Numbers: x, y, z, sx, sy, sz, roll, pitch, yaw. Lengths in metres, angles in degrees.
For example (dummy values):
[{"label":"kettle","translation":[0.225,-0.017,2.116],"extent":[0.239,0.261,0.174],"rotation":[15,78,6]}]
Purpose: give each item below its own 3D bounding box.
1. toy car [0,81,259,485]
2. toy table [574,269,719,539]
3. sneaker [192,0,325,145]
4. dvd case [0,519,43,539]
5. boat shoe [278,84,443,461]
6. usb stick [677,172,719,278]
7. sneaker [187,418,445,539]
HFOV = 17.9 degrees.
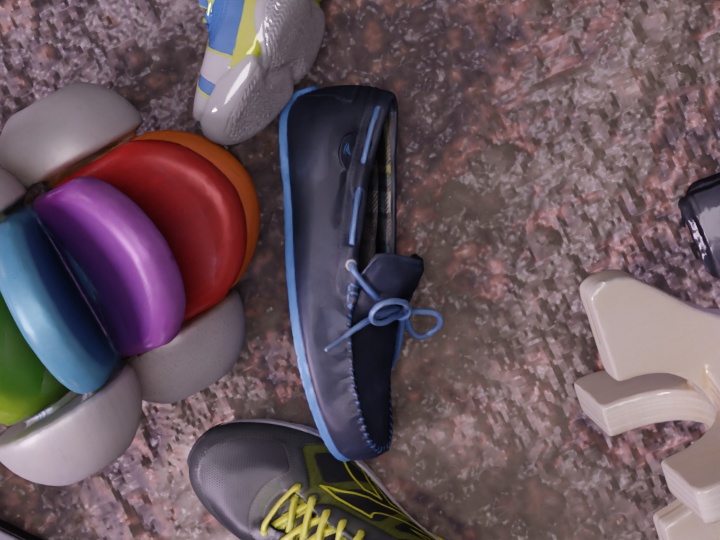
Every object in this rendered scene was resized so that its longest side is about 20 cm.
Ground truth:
[{"label":"toy car","translation":[-0.131,-0.002,1.161],"extent":[0.150,0.200,0.175],"rotation":[-19,104,48]},{"label":"toy table","translation":[0.189,0.065,1.160],"extent":[0.117,0.184,0.201],"rotation":[-22,97,-8]},{"label":"sneaker","translation":[-0.064,-0.165,1.217],"extent":[0.105,0.076,0.200],"rotation":[21,72,16]},{"label":"dvd case","translation":[-0.281,0.170,1.212],"extent":[0.200,0.025,0.151],"rotation":[32,95,-33]},{"label":"boat shoe","translation":[0.000,0.000,1.211],"extent":[0.068,0.084,0.201],"rotation":[-7,93,17]},{"label":"usb stick","translation":[0.267,-0.052,1.213],"extent":[0.199,0.033,0.056],"rotation":[-21,88,5]},{"label":"sneaker","translation":[-0.004,0.142,1.214],"extent":[0.200,0.085,0.075],"rotation":[31,93,4]}]
